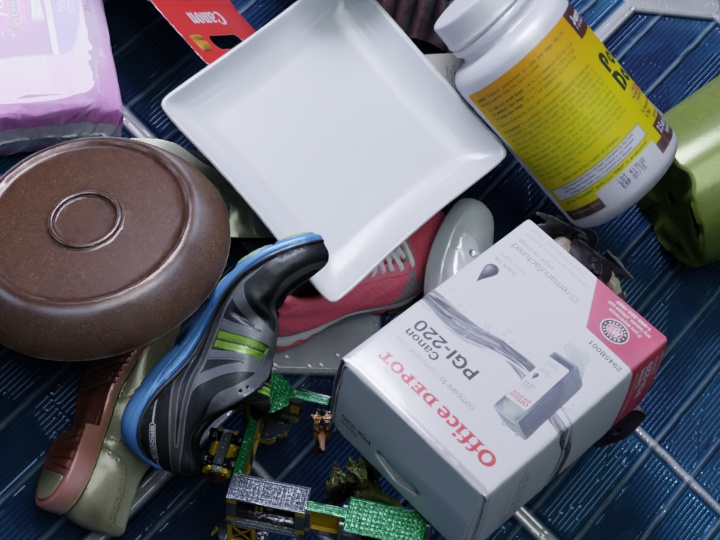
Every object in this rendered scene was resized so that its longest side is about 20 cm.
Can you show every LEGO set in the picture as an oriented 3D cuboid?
[{"bbox_3d":[-0.019,0.172,1.168,0.197,0.117,0.155,5,48,-1],"label":"LEGO set"}]

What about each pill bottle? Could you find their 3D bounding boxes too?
[{"bbox_3d":[0.149,-0.139,1.233,0.200,0.109,0.109,48,63,-13],"label":"pill bottle"}]

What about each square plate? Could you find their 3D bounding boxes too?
[{"bbox_3d":[-0.019,-0.104,1.203,0.200,0.028,0.198,-40,86,-24],"label":"square plate"}]

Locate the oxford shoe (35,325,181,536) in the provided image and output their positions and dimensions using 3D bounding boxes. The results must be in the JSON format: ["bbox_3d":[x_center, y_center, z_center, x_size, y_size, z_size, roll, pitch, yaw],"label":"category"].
[{"bbox_3d":[-0.168,0.099,1.169,0.074,0.071,0.202,35,66,-24],"label":"oxford shoe"}]

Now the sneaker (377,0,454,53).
[{"bbox_3d":[0.049,-0.239,1.361,0.198,0.076,0.081,24,40,0],"label":"sneaker"}]

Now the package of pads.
[{"bbox_3d":[-0.261,-0.189,1.239,0.119,0.076,0.202,-7,72,-21],"label":"package of pads"}]

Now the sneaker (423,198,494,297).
[{"bbox_3d":[0.093,0.041,1.240,0.084,0.073,0.202,2,71,32],"label":"sneaker"}]

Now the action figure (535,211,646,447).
[{"bbox_3d":[0.171,0.037,1.259,0.129,0.069,0.202,23,48,-26],"label":"action figure"}]

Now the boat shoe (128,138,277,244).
[{"bbox_3d":[-0.125,-0.058,1.238,0.199,0.063,0.075,7,87,-12],"label":"boat shoe"}]

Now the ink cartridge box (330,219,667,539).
[{"bbox_3d":[0.097,0.078,1.122,0.199,0.085,0.145,-36,66,-28],"label":"ink cartridge box"}]

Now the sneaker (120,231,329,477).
[{"bbox_3d":[-0.084,0.059,1.114,0.082,0.071,0.200,36,85,10],"label":"sneaker"}]

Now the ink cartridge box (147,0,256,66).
[{"bbox_3d":[-0.144,-0.252,1.262,0.200,0.050,0.161,46,20,6],"label":"ink cartridge box"}]

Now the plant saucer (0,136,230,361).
[{"bbox_3d":[-0.191,-0.027,1.116,0.197,0.035,0.202,-2,50,2],"label":"plant saucer"}]

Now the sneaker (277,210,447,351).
[{"bbox_3d":[0.000,0.000,1.235,0.199,0.087,0.074,-27,79,-24],"label":"sneaker"}]

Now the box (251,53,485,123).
[{"bbox_3d":[-0.003,-0.134,1.284,0.197,0.082,0.069,-5,88,-20],"label":"box"}]

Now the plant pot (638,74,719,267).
[{"bbox_3d":[0.333,-0.096,1.332,0.188,0.200,0.202,-25,77,-10],"label":"plant pot"}]

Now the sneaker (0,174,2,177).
[{"bbox_3d":[-0.247,-0.039,1.189,0.197,0.075,0.089,3,64,-14],"label":"sneaker"}]
